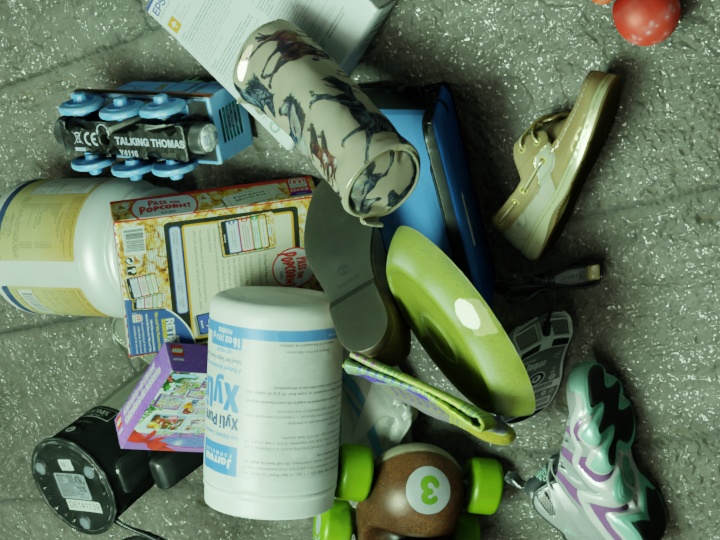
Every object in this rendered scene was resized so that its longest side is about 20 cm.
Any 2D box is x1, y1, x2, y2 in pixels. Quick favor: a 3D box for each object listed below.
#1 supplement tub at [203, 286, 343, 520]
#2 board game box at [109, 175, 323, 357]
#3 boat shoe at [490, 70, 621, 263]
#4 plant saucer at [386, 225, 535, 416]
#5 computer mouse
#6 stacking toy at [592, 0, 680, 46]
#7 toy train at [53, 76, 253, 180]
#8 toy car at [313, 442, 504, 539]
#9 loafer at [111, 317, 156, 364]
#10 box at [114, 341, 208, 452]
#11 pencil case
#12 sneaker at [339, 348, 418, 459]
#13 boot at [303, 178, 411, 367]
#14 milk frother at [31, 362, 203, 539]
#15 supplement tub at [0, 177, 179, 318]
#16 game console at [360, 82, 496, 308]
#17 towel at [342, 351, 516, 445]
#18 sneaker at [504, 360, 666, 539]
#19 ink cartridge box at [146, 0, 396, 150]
[{"bbox_3d":[-0.082,0.122,1.636,0.131,0.132,0.202,8,99,34],"label":"supplement tub"},{"bbox_3d":[-0.137,-0.003,1.688,0.198,0.046,0.153,-7,119,-10],"label":"board game box"},{"bbox_3d":[0.161,-0.093,1.476,0.066,0.074,0.201,31,131,11],"label":"boat shoe"},{"bbox_3d":[0.080,0.052,1.513,0.200,0.031,0.200,53,168,16],"label":"plant saucer"},{"bbox_3d":[0.153,0.063,1.570,0.044,0.109,0.201,53,148,34],"label":"computer mouse"},{"bbox_3d":[0.178,-0.260,1.365,0.200,0.085,0.085,50,134,-3],"label":"stacking toy"},{"bbox_3d":[-0.206,-0.142,1.697,0.199,0.114,0.087,5,115,34],"label":"toy train"},{"bbox_3d":[0.052,0.282,1.656,0.163,0.201,0.159,7,130,-13],"label":"toy car"},{"bbox_3d":[-0.192,0.088,1.853,0.199,0.070,0.070,18,125,28],"label":"loafer"},{"bbox_3d":[-0.132,0.132,1.755,0.137,0.199,0.039,-53,42,39],"label":"box"},{"bbox_3d":[-0.031,-0.128,1.504,0.200,0.077,0.090,48,136,31],"label":"pencil case"},{"bbox_3d":[0.017,0.116,1.718,0.080,0.077,0.201,2,118,18],"label":"sneaker"},{"bbox_3d":[0.000,0.000,1.614,0.073,0.075,0.201,-24,59,20],"label":"boot"},{"bbox_3d":[-0.226,0.232,1.882,0.179,0.188,0.201,17,125,30],"label":"milk frother"},{"bbox_3d":[-0.276,-0.024,1.799,0.199,0.144,0.145,2,116,36],"label":"supplement tub"},{"bbox_3d":[0.045,-0.057,1.561,0.117,0.171,0.201,-11,111,12],"label":"game console"},{"bbox_3d":[0.064,0.117,1.536,0.143,0.200,0.023,24,86,13],"label":"towel"},{"bbox_3d":[0.191,0.179,1.611,0.139,0.078,0.201,-5,112,38],"label":"sneaker"},{"bbox_3d":[-0.085,-0.245,1.595,0.200,0.043,0.197,45,134,8],"label":"ink cartridge box"}]
